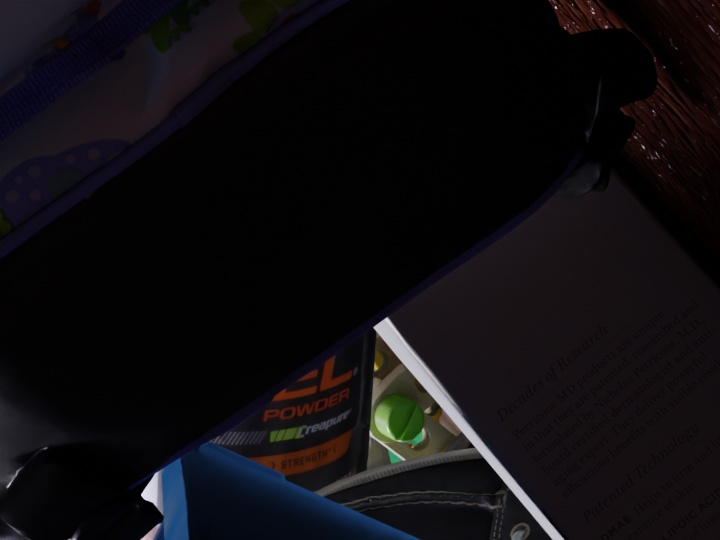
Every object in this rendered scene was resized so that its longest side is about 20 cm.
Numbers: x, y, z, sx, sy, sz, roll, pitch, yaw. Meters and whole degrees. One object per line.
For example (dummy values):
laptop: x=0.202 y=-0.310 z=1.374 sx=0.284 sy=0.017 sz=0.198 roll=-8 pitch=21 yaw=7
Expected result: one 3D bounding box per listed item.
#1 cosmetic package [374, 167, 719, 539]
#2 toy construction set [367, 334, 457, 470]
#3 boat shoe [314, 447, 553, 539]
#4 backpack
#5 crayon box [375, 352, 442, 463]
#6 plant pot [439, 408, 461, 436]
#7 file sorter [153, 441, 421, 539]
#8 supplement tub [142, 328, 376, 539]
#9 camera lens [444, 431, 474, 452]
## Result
cosmetic package: x=0.066 y=0.030 z=0.707 sx=0.200 sy=0.081 sz=0.113 roll=48 pitch=177 yaw=18
toy construction set: x=0.000 y=0.000 z=0.994 sx=0.092 sy=0.131 sz=0.200 roll=31 pitch=161 yaw=50
boat shoe: x=0.065 y=0.094 z=0.780 sx=0.068 sy=0.199 sz=0.072 roll=13 pitch=-102 yaw=-83
backpack: x=-0.074 y=-0.067 z=0.533 sx=0.200 sy=0.183 sz=0.147 roll=42 pitch=165 yaw=45
crayon box: x=0.011 y=0.017 z=1.192 sx=0.058 sy=0.119 sz=0.200 roll=-14 pitch=124 yaw=38
plant pot: x=0.100 y=0.091 z=1.125 sx=0.201 sy=0.093 sz=0.201 roll=50 pitch=180 yaw=0
file sorter: x=-0.003 y=0.130 z=0.577 sx=0.138 sy=0.123 sz=0.200 roll=25 pitch=180 yaw=-5
supplement tub: x=-0.045 y=-0.006 z=0.836 sx=0.107 sy=0.107 sz=0.201 roll=-132 pitch=40 yaw=-58
camera lens: x=0.075 y=0.159 z=0.973 sx=0.160 sy=0.160 sz=0.200 roll=49 pitch=139 yaw=22
